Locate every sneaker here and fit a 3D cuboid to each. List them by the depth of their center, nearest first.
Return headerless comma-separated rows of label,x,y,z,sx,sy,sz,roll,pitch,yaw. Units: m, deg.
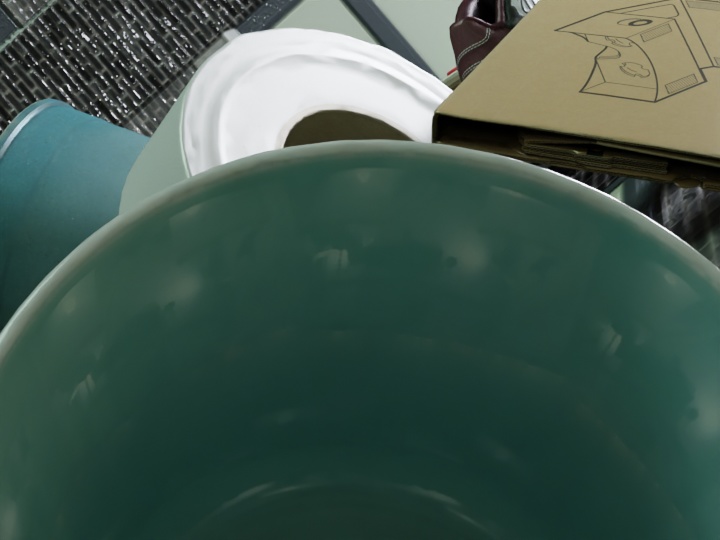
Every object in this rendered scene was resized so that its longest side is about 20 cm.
sneaker,0.122,-0.121,1.413,0.199,0.116,0.076,-13,-18,-48

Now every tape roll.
tape roll,-0.009,-0.014,1.230,0.071,0.202,0.202,-50,-2,41

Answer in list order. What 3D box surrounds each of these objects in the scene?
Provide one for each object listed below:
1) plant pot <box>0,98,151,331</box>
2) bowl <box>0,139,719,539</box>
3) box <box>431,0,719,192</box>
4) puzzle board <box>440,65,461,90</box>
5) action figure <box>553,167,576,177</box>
plant pot,-0.133,0.013,1.657,0.200,0.187,0.202,15,-90,-76
bowl,0.004,0.083,0.582,0.201,0.201,0.105,-44,-13,-28
box,0.145,-0.098,1.279,0.162,0.021,0.200,10,32,23
puzzle board,0.094,-0.114,1.664,0.199,0.017,0.151,-32,-19,19
action figure,0.128,-0.081,1.599,0.200,0.069,0.130,-43,9,24
